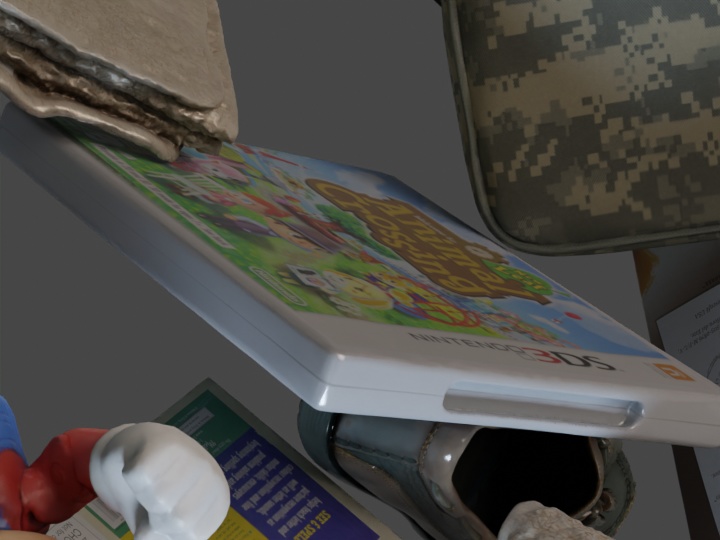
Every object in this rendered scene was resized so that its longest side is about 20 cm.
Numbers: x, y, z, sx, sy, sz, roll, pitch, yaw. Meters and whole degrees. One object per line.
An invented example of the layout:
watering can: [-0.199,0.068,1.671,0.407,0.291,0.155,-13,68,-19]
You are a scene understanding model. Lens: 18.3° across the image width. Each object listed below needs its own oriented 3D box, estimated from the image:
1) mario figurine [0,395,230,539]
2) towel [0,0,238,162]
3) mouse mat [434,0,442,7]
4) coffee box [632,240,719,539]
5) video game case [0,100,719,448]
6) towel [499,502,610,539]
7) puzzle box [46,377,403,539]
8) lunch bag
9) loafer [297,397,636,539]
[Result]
mario figurine: [-0.115,0.063,0.599,0.106,0.123,0.200,-14,60,-42]
towel: [-0.130,-0.113,0.741,0.200,0.034,0.133,28,28,-29]
mouse mat: [0.085,-0.179,1.039,0.161,0.008,0.200,22,56,-36]
coffee box: [0.188,0.023,0.977,0.114,0.080,0.200,12,61,-41]
video game case: [0.000,0.000,0.748,0.182,0.022,0.200,9,18,-42]
towel: [0.106,0.176,0.711,0.034,0.132,0.200,-33,131,-37]
puzzle box: [-0.057,0.126,0.683,0.133,0.025,0.200,39,41,10]
lunch bag: [0.136,-0.091,0.870,0.168,0.200,0.139,-71,152,-75]
loafer: [0.053,0.075,0.790,0.200,0.063,0.072,26,89,-54]
